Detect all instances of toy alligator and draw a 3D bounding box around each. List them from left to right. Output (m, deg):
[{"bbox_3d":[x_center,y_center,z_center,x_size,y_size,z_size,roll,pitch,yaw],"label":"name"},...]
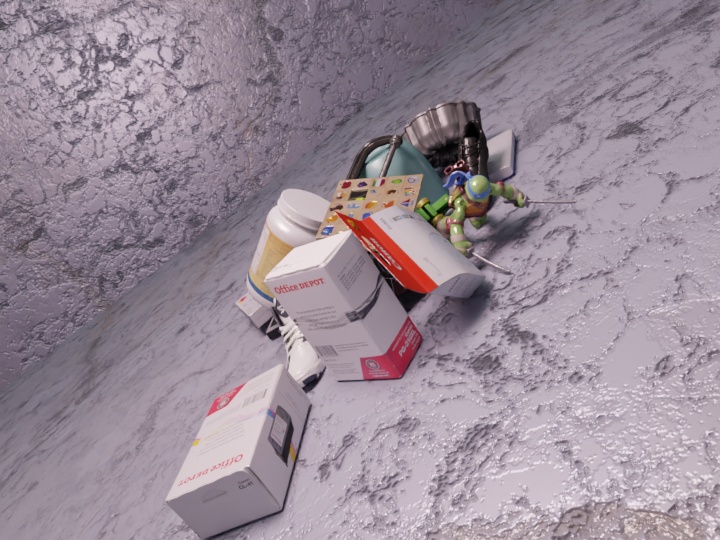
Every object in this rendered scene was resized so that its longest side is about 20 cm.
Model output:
[{"bbox_3d":[0.146,-0.112,1.143,0.198,0.060,0.055,-36,-23,-13],"label":"toy alligator"}]

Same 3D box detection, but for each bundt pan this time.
[{"bbox_3d":[0.195,-0.302,1.326,0.196,0.078,0.202,-15,-16,-4],"label":"bundt pan"}]

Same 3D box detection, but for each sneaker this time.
[{"bbox_3d":[-0.115,0.100,0.981,0.078,0.131,0.201,-26,22,23],"label":"sneaker"},{"bbox_3d":[0.212,-0.202,1.098,0.074,0.092,0.204,-6,55,13],"label":"sneaker"}]

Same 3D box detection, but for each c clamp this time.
[{"bbox_3d":[0.035,-0.203,1.142,0.168,0.027,0.204,-16,45,38],"label":"c clamp"}]

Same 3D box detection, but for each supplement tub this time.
[{"bbox_3d":[-0.126,-0.035,1.094,0.146,0.141,0.204,-85,18,-65],"label":"supplement tub"}]

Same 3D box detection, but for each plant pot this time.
[{"bbox_3d":[0.072,-0.192,1.269,0.198,0.162,0.202,-31,21,13],"label":"plant pot"}]

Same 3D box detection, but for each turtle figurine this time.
[{"bbox_3d":[0.202,-0.072,0.925,0.194,0.196,0.147,124,169,-84],"label":"turtle figurine"}]

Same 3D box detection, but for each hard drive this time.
[{"bbox_3d":[0.267,-0.227,1.223,0.130,0.026,0.202,-25,24,29],"label":"hard drive"}]

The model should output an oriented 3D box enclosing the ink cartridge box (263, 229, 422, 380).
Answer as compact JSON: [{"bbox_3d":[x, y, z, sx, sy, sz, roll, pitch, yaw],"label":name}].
[{"bbox_3d":[-0.025,0.056,0.827,0.143,0.202,0.085,-13,29,45],"label":"ink cartridge box"}]

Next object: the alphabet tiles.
[{"bbox_3d":[0.015,-0.101,0.987,0.162,0.008,0.203,-1,43,19],"label":"alphabet tiles"}]

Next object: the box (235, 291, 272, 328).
[{"bbox_3d":[-0.184,0.035,1.296,0.199,0.042,0.155,-41,21,-14],"label":"box"}]

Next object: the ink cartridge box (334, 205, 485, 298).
[{"bbox_3d":[0.073,-0.035,0.806,0.048,0.198,0.160,-52,59,17],"label":"ink cartridge box"}]

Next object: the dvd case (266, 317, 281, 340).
[{"bbox_3d":[-0.119,0.056,1.239,0.148,0.025,0.201,-29,21,21],"label":"dvd case"}]

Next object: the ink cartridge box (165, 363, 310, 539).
[{"bbox_3d":[-0.163,0.248,0.804,0.145,0.086,0.202,-27,23,20],"label":"ink cartridge box"}]

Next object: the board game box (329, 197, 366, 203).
[{"bbox_3d":[-0.007,-0.103,1.141,0.199,0.099,0.049,5,82,61],"label":"board game box"}]

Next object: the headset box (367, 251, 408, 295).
[{"bbox_3d":[0.039,-0.007,0.978,0.197,0.077,0.147,-23,13,-29],"label":"headset box"}]
